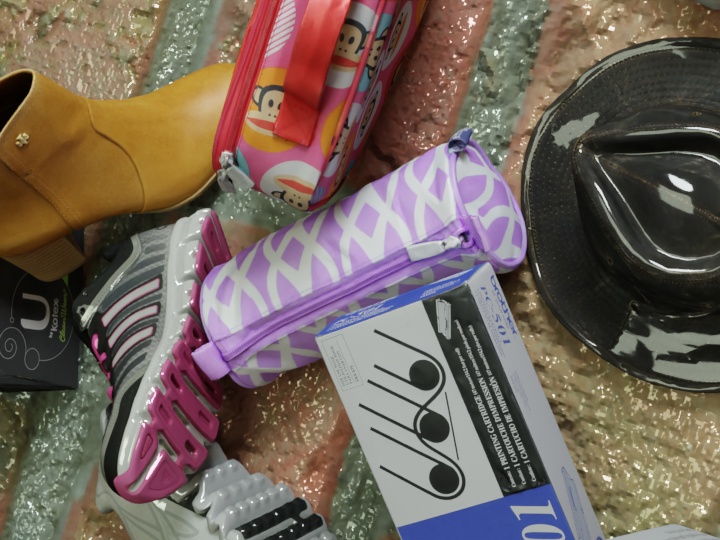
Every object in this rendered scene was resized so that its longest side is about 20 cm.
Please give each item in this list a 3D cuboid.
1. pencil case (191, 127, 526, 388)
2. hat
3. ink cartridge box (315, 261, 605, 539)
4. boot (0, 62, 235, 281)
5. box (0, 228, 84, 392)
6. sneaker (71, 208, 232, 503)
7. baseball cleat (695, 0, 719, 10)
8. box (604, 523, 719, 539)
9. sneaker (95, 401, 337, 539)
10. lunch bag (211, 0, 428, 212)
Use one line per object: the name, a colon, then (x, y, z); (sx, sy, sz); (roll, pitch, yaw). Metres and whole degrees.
pencil case: (0.000, 0.000, 0.813); (0.199, 0.086, 0.084); (-28, 114, 28)
hat: (0.158, -0.035, 0.732); (0.200, 0.081, 0.202); (-4, 82, 30)
ink cartridge box: (0.060, 0.106, 0.751); (0.094, 0.044, 0.201); (-20, 97, 25)
boot: (-0.158, -0.083, 0.857); (0.201, 0.144, 0.071); (-41, 61, -4)
box: (-0.300, 0.008, 0.963); (0.199, 0.124, 0.150); (-4, 82, 30)
sneaker: (-0.132, 0.051, 0.853); (0.087, 0.074, 0.201); (-8, 50, 18)
baseball cleat: (0.218, -0.234, 0.731); (0.200, 0.070, 0.106); (-50, 64, 14)
box: (0.162, 0.235, 0.626); (0.171, 0.199, 0.201); (14, 92, 30)
sneaker: (-0.087, 0.157, 0.860); (0.200, 0.075, 0.081); (35, 114, 31)
lunch bag: (-0.014, -0.133, 0.773); (0.082, 0.176, 0.201); (21, 106, 1)
